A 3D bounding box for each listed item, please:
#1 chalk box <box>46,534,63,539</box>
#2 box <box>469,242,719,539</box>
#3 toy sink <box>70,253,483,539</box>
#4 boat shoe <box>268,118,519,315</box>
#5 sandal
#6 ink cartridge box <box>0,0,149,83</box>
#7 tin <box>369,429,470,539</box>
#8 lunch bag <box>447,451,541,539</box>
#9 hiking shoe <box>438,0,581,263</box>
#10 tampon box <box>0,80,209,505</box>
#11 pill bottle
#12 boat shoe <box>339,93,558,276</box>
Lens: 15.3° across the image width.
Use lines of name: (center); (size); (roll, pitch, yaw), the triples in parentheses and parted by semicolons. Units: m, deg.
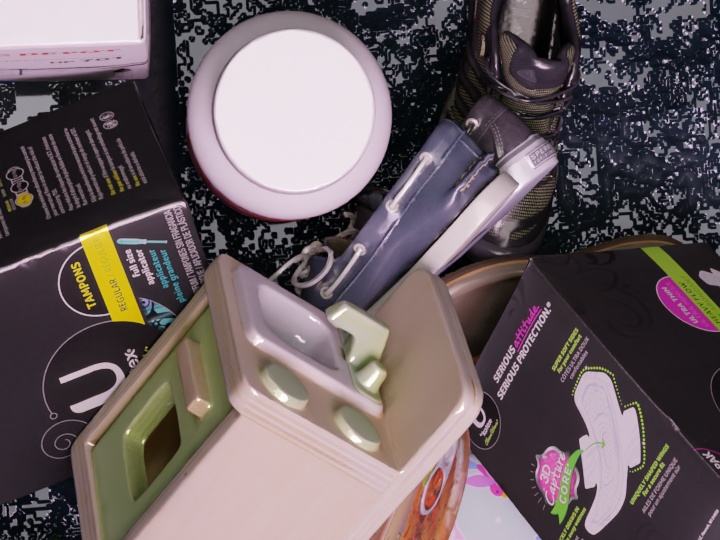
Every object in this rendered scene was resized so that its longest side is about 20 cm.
chalk box: (-0.172, 0.232, 1.507); (0.200, 0.125, 0.124); (42, 88, -5)
box: (0.173, 0.096, 1.461); (0.200, 0.148, 0.125); (51, 130, 33)
toy sink: (-0.050, 0.079, 1.374); (0.112, 0.131, 0.200); (31, 112, -27)
boat shoe: (0.000, 0.000, 1.461); (0.062, 0.075, 0.200); (47, 118, 4)
sandal: (0.105, 0.032, 1.545); (0.199, 0.081, 0.054); (-13, 46, -8)
ink cartridge box: (-0.188, -0.151, 1.465); (0.145, 0.200, 0.086); (-2, 91, -4)
tin: (0.003, 0.165, 1.429); (0.042, 0.112, 0.201); (20, 74, 16)
lunch bag: (0.083, 0.199, 1.513); (0.199, 0.077, 0.161); (26, 68, 13)
hiking shoe: (0.085, -0.099, 1.535); (0.075, 0.101, 0.201); (4, 90, -4)
tampon box: (-0.180, 0.021, 1.458); (0.199, 0.126, 0.150); (-22, 128, -4)
pill bottle: (-0.041, -0.083, 1.476); (0.111, 0.200, 0.113); (0, 91, -4)
boat shoe: (0.024, -0.024, 1.520); (0.066, 0.070, 0.200); (50, 122, 4)
